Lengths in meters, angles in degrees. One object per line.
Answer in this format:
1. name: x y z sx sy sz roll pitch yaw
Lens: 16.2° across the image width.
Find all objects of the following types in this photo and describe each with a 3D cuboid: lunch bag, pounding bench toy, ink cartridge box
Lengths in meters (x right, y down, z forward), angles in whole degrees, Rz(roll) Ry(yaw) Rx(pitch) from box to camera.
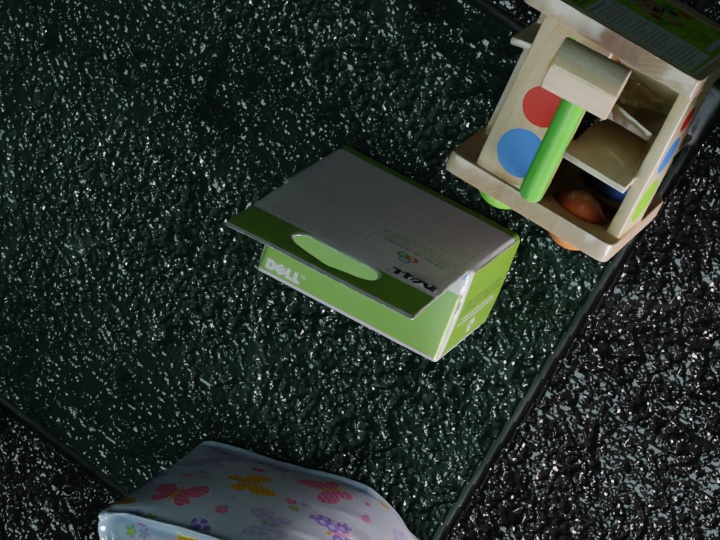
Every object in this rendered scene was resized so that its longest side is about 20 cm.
1. lunch bag: -0.070 0.219 1.820 0.199 0.170 0.128 11 109 20
2. pounding bench toy: 0.136 -0.091 1.612 0.124 0.200 0.156 32 116 12
3. ink cartridge box: 0.000 0.000 1.702 0.147 0.200 0.076 28 116 14
